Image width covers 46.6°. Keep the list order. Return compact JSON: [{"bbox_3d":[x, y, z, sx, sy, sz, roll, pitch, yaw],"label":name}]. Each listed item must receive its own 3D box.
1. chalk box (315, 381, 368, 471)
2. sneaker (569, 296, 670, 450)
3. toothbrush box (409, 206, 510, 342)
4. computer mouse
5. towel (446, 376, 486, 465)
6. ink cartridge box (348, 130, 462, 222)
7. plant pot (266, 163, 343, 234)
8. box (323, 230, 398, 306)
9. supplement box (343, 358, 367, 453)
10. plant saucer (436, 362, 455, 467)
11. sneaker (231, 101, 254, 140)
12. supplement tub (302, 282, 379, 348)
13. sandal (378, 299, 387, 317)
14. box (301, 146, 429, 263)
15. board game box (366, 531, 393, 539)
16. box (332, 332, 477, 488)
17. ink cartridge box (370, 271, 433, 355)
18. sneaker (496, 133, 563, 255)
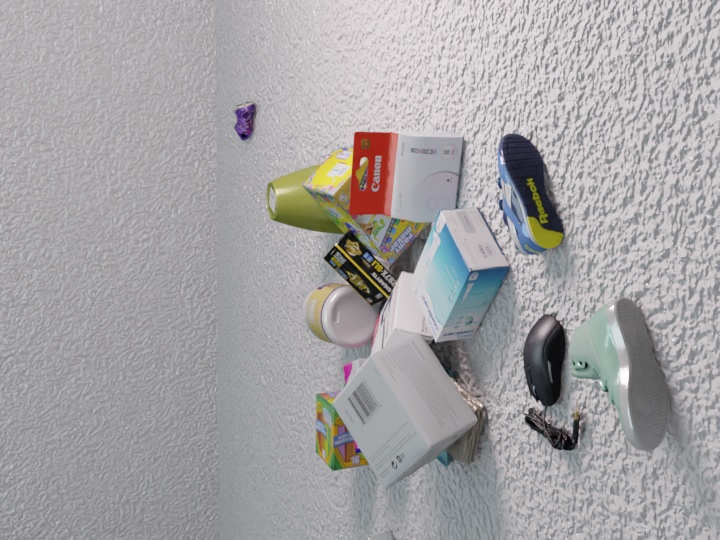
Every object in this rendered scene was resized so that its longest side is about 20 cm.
[{"bbox_3d":[-0.035,0.366,2.049,0.125,0.122,0.203,-157,64,-65],"label":"chalk box"},{"bbox_3d":[0.340,0.151,1.121,0.118,0.073,0.203,134,138,-54],"label":"sneaker"},{"bbox_3d":[0.173,0.009,1.506,0.201,0.084,0.148,109,147,-44],"label":"toothbrush box"},{"bbox_3d":[0.291,0.178,1.292,0.140,0.045,0.203,-140,49,-63],"label":"computer mouse"},{"bbox_3d":[0.165,0.269,1.610,0.200,0.034,0.134,39,127,49],"label":"towel"},{"bbox_3d":[0.084,-0.171,1.541,0.057,0.197,0.165,-132,43,-60],"label":"ink cartridge box"},{"bbox_3d":[-0.128,-0.179,2.079,0.187,0.197,0.190,176,90,-68],"label":"plant pot"},{"bbox_3d":[0.000,0.000,1.829,0.160,0.049,0.200,46,168,-2],"label":"box"},{"bbox_3d":[0.034,0.302,1.894,0.101,0.102,0.203,147,115,-66],"label":"supplement box"},{"bbox_3d":[0.165,0.285,1.669,0.070,0.019,0.203,-151,60,-65],"label":"plant saucer"},{"bbox_3d":[-0.392,-0.515,2.882,0.084,0.080,0.200,66,163,13],"label":"sneaker"},{"bbox_3d":[-0.053,0.104,2.017,0.200,0.143,0.148,-174,80,-68],"label":"supplement tub"},{"bbox_3d":[0.071,0.158,1.854,0.076,0.042,0.203,165,101,-76],"label":"sandal"},{"bbox_3d":[0.008,-0.138,1.721,0.193,0.122,0.200,48,171,-24],"label":"box"},{"bbox_3d":[0.049,0.744,1.994,0.202,0.063,0.148,104,151,-42],"label":"board game box"},{"bbox_3d":[0.078,0.262,1.562,0.201,0.130,0.199,55,141,18],"label":"box"},{"bbox_3d":[0.085,0.121,1.690,0.201,0.083,0.146,114,169,-51],"label":"ink cartridge box"},{"bbox_3d":[0.249,-0.116,1.308,0.082,0.073,0.203,130,133,-63],"label":"sneaker"}]
